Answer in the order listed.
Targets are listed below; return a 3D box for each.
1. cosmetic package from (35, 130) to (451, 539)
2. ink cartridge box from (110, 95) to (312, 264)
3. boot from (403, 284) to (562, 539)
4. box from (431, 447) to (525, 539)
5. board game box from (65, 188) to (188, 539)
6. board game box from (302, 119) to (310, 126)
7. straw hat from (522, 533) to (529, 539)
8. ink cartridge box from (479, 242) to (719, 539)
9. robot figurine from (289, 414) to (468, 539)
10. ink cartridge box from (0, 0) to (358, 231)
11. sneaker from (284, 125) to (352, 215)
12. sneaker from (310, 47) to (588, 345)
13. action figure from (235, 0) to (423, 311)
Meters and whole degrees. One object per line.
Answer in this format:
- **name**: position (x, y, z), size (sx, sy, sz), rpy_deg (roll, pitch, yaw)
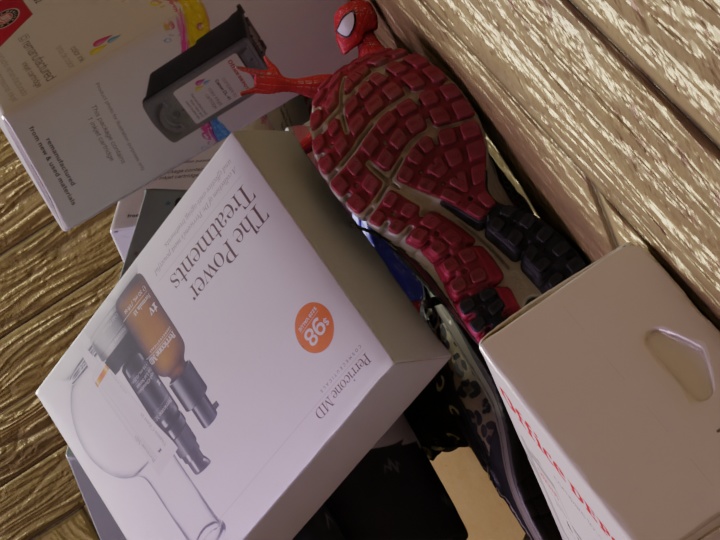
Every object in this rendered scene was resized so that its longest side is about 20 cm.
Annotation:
- **cosmetic package**: position (-0.064, 0.053, 1.206), size (0.051, 0.200, 0.151), rpy_deg (-6, -128, -52)
- **ink cartridge box**: position (-0.084, -0.053, 1.559), size (0.145, 0.083, 0.201), rpy_deg (70, -157, -44)
- **boot**: position (0.076, 0.087, 1.303), size (0.205, 0.073, 0.154), rpy_deg (65, 158, 9)
- **box**: position (0.077, 0.091, 1.411), size (0.164, 0.021, 0.200), rpy_deg (56, 152, 15)
- **board game box**: position (-0.103, 0.075, 1.401), size (0.148, 0.064, 0.201), rpy_deg (77, -161, -47)
- **board game box**: position (0.041, 0.012, 1.559), size (0.201, 0.041, 0.200), rpy_deg (56, 173, 21)
- **straw hat**: position (0.164, 0.207, 1.281), size (0.085, 0.202, 0.201), rpy_deg (8, -152, -33)
- **ink cartridge box**: position (0.138, 0.108, 1.009), size (0.147, 0.082, 0.201), rpy_deg (53, 173, 43)
- **robot figurine**: position (-0.015, 0.138, 1.309), size (0.125, 0.150, 0.201), rpy_deg (-42, 72, 42)
- **ink cartridge box**: position (-0.115, -0.129, 1.349), size (0.086, 0.199, 0.148), rpy_deg (62, 173, -32)
- **sneaker**: position (0.000, 0.000, 1.387), size (0.201, 0.104, 0.076), rpy_deg (98, 166, -44)
- **sneaker**: position (0.043, -0.020, 1.169), size (0.201, 0.080, 0.075), rpy_deg (56, 176, 20)
- **action figure**: position (-0.018, -0.040, 1.252), size (0.065, 0.098, 0.202), rpy_deg (166, 102, -80)
